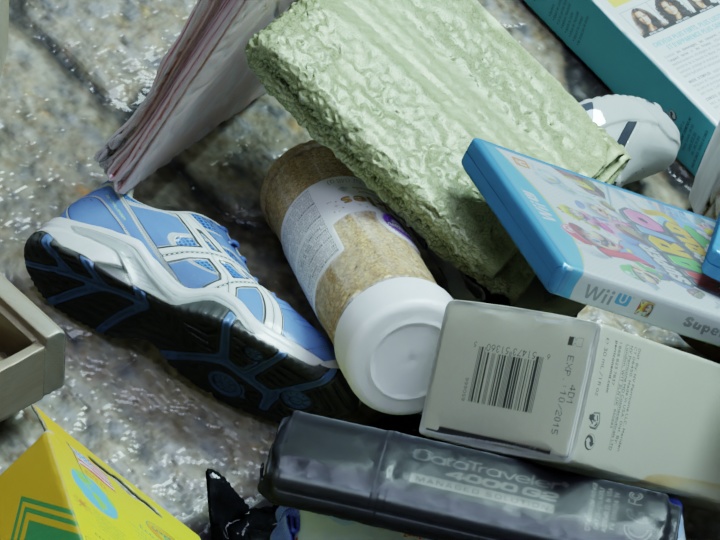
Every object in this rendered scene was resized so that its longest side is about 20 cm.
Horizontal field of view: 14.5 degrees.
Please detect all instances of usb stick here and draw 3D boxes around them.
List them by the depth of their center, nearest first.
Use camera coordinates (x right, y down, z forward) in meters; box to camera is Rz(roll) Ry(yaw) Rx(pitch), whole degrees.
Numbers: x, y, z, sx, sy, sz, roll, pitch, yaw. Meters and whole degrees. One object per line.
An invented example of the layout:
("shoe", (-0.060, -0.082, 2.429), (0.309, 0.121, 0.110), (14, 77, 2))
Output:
("usb stick", (0.052, 0.108, 1.340), (0.200, 0.033, 0.055), (12, 41, 5))

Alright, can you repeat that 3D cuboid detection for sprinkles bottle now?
("sprinkles bottle", (0.000, 0.000, 1.502), (0.068, 0.068, 0.200), (-2, 28, -16))

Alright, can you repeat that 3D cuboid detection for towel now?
("towel", (0.042, -0.085, 1.527), (0.200, 0.036, 0.148), (43, 48, 2))
("towel", (-0.055, -0.146, 1.547), (0.032, 0.191, 0.200), (39, 32, 5))

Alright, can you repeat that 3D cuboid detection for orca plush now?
("orca plush", (0.019, 0.101, 1.464), (0.200, 0.071, 0.105), (0, 50, -14))

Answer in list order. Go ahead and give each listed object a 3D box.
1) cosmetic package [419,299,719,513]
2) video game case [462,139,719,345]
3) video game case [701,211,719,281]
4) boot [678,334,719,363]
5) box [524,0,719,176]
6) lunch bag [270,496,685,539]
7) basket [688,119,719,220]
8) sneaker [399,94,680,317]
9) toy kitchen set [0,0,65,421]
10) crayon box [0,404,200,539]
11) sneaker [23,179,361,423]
("cosmetic package", (0.134, 0.074, 1.429), (0.105, 0.071, 0.200), (8, -7, 44))
("video game case", (0.160, -0.003, 1.453), (0.200, 0.018, 0.143), (17, 22, -26))
("video game case", (0.279, 0.007, 1.457), (0.200, 0.018, 0.143), (25, 28, 3))
("boot", (0.256, 0.069, 1.557), (0.200, 0.074, 0.076), (27, 55, 5))
("box", (0.180, -0.148, 1.731), (0.082, 0.049, 0.200), (-25, 60, -31))
("lunch bag", (0.055, 0.193, 1.364), (0.200, 0.124, 0.170), (9, 49, -17))
("basket", (0.312, -0.045, 1.623), (0.200, 0.136, 0.123), (-8, 55, -19))
("sneaker", (0.115, -0.024, 1.598), (0.199, 0.079, 0.130), (-6, 67, -39))
("toy kitchen set", (-0.203, -0.061, 1.445), (0.163, 0.200, 0.180), (-30, 55, -32))
("crayon box", (-0.110, 0.157, 1.323), (0.127, 0.051, 0.200), (43, 8, -28))
("sneaker", (-0.079, 0.012, 1.511), (0.200, 0.076, 0.077), (31, 54, 10))
